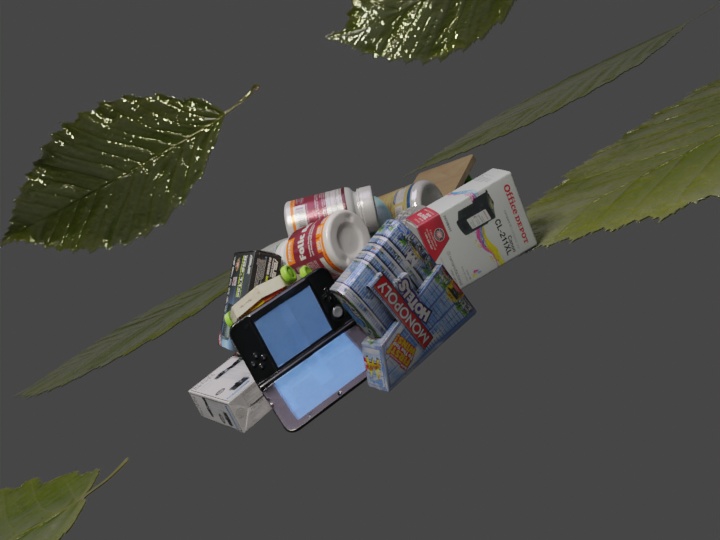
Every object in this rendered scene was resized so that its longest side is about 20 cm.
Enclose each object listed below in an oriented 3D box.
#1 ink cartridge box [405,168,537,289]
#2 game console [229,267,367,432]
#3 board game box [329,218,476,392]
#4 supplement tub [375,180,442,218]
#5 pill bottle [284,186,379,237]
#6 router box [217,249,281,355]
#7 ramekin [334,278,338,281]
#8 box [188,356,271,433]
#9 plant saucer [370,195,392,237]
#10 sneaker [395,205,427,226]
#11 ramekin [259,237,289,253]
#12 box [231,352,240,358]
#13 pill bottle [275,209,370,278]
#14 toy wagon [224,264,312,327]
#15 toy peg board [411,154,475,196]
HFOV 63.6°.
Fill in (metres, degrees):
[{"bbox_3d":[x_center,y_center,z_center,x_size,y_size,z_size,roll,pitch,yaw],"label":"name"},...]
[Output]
[{"bbox_3d":[0.201,-0.071,1.056,0.196,0.149,0.083,-29,16,-4],"label":"ink cartridge box"},{"bbox_3d":[-0.084,0.118,0.928,0.197,0.176,0.118,-32,12,-18],"label":"game console"},{"bbox_3d":[0.055,0.065,0.876,0.201,0.201,0.061,-50,22,-22],"label":"board game box"},{"bbox_3d":[0.099,-0.120,1.401,0.196,0.148,0.145,-15,19,38],"label":"supplement tub"},{"bbox_3d":[-0.061,-0.115,1.277,0.193,0.118,0.115,-12,16,4],"label":"pill bottle"},{"bbox_3d":[-0.227,0.065,1.180,0.060,0.208,0.148,12,-6,-28],"label":"router box"},{"bbox_3d":[-0.071,0.090,1.133,0.197,0.096,0.203,-27,15,7],"label":"ramekin"},{"bbox_3d":[-0.223,0.220,1.057,0.116,0.061,0.197,-37,17,-31],"label":"box"},{"bbox_3d":[-0.007,-0.079,1.369,0.197,0.209,0.038,-16,-13,38],"label":"plant saucer"},{"bbox_3d":[0.094,-0.038,1.142,0.072,0.088,0.205,12,62,21],"label":"sneaker"},{"bbox_3d":[-0.220,0.003,1.450,0.195,0.100,0.201,-26,15,7],"label":"ramekin"},{"bbox_3d":[-0.180,0.143,1.271,0.108,0.035,0.199,-11,24,50],"label":"box"},{"bbox_3d":[-0.079,-0.037,1.137,0.197,0.116,0.114,-18,17,48],"label":"pill bottle"},{"bbox_3d":[-0.150,0.050,1.054,0.154,0.040,0.199,-37,-14,19],"label":"toy wagon"},{"bbox_3d":[0.213,-0.182,1.545,0.197,0.098,0.202,-12,38,48],"label":"toy peg board"}]
